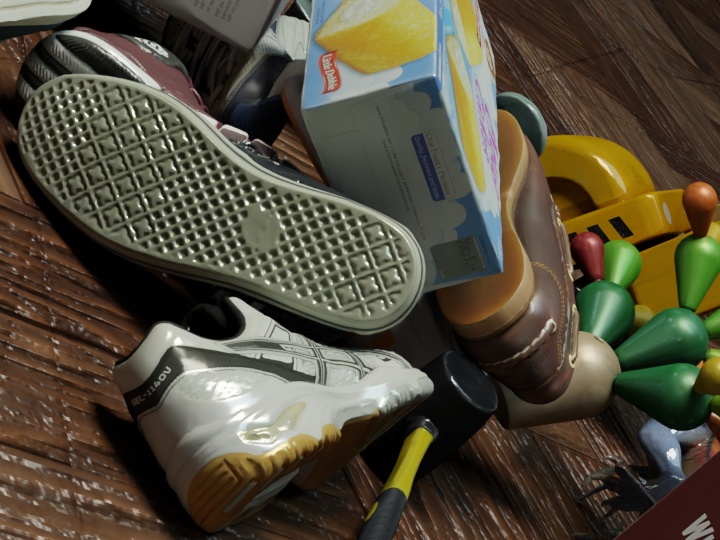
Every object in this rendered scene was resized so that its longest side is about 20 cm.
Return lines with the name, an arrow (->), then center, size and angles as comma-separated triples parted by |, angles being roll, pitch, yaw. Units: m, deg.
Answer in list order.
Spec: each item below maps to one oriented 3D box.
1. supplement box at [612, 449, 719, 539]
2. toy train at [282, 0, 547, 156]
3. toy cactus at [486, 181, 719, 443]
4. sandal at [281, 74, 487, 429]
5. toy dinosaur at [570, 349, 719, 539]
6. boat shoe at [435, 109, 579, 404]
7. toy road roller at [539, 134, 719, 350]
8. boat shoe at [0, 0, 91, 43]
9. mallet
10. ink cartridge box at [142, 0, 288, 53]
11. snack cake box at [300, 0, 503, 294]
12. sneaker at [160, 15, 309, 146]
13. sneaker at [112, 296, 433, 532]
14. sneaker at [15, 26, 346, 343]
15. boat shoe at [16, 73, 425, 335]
supplement box -> 0.161, 0.204, 0.867 | 0.133, 0.200, 0.198 | 33, 22, -37
toy train -> 0.026, -0.099, 1.347 | 0.200, 0.114, 0.085 | 52, 46, 6
toy cactus -> 0.147, 0.038, 1.160 | 0.200, 0.164, 0.103 | -122, -160, -46
sandal -> 0.001, -0.003, 1.158 | 0.207, 0.059, 0.079 | 59, 15, -11
toy dinosaur -> 0.180, 0.103, 1.230 | 0.199, 0.106, 0.181 | 19, 36, 30
boat shoe -> 0.073, -0.007, 1.156 | 0.070, 0.070, 0.201 | 49, 24, -28
toy road roller -> 0.177, -0.028, 1.415 | 0.123, 0.199, 0.147 | -11, 82, -69
boat shoe -> -0.195, -0.124, 0.959 | 0.200, 0.062, 0.075 | -21, 85, -62
mallet -> 0.009, 0.106, 1.009 | 0.041, 0.066, 0.200 | 44, 32, -6
ink cartridge box -> -0.107, -0.236, 1.177 | 0.199, 0.147, 0.146 | 26, 20, -1
snack cake box -> 0.023, -0.092, 1.094 | 0.201, 0.067, 0.115 | -87, 159, -54
sneaker -> -0.075, -0.110, 1.228 | 0.085, 0.077, 0.200 | 34, 12, -10
sneaker -> -0.034, 0.046, 0.955 | 0.088, 0.076, 0.200 | 51, 17, 11
sneaker -> -0.073, -0.055, 1.088 | 0.200, 0.076, 0.116 | 43, 15, -12
boat shoe -> -0.063, -0.026, 1.001 | 0.199, 0.075, 0.062 | 24, -6, 8
